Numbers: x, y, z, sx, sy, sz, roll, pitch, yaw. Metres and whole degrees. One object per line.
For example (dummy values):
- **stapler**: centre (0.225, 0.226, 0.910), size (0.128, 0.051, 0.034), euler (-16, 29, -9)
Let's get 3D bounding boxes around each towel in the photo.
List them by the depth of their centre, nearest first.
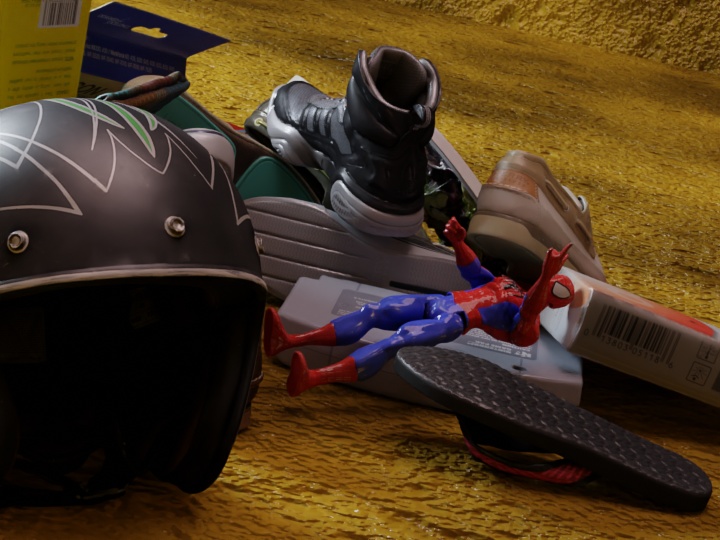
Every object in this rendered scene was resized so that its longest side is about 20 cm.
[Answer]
- **towel**: centre (-0.212, -0.066, 1.172), size (0.022, 0.200, 0.147), euler (56, 17, -3)

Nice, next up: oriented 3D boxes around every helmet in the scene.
- **helmet**: centre (-0.141, 0.010, 0.875), size (0.199, 0.191, 0.200), euler (10, 14, -3)

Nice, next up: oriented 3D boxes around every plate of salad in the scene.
- **plate of salad**: centre (0.055, -0.059, 1.399), size (0.048, 0.200, 0.200), euler (-37, 28, -7)

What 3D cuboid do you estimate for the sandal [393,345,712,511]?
- **sandal**: centre (0.106, 0.101, 1.041), size (0.200, 0.045, 0.075), euler (25, 20, -5)

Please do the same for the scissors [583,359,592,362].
- **scissors**: centre (0.115, 0.049, 1.274), size (0.200, 0.014, 0.073), euler (3, 19, -35)

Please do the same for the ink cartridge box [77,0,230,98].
- **ink cartridge box**: centre (-0.233, -0.157, 1.484), size (0.199, 0.047, 0.198), euler (-14, -7, 23)

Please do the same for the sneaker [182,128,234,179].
- **sneaker**: centre (-0.140, -0.068, 1.220), size (0.073, 0.071, 0.200), euler (6, -18, -25)

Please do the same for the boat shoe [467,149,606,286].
- **boat shoe**: centre (0.137, -0.027, 1.287), size (0.075, 0.069, 0.200), euler (13, -10, 23)

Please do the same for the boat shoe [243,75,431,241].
- **boat shoe**: centre (-0.011, -0.058, 1.387), size (0.202, 0.060, 0.072), euler (51, -8, 15)

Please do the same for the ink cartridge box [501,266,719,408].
- **ink cartridge box**: centre (0.195, 0.036, 1.230), size (0.162, 0.050, 0.200), euler (21, 12, -12)

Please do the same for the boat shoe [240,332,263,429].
- **boat shoe**: centre (-0.138, 0.028, 1.053), size (0.200, 0.071, 0.070), euler (18, 20, 28)

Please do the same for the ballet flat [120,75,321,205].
- **ballet flat**: centre (-0.098, -0.075, 1.327), size (0.200, 0.067, 0.062), euler (45, -5, -22)

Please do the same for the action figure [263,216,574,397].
- **action figure**: centre (0.048, 0.011, 1.086), size (0.199, 0.099, 0.065), euler (-9, 43, -25)

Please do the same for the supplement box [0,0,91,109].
- **supplement box**: centre (-0.278, -0.141, 1.311), size (0.109, 0.201, 0.109), euler (18, 16, 23)

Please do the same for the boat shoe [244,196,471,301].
- **boat shoe**: centre (0.000, 0.000, 1.281), size (0.199, 0.072, 0.071), euler (19, 5, 10)

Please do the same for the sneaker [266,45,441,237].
- **sneaker**: centre (0.000, -0.114, 1.279), size (0.075, 0.114, 0.200), euler (3, 29, -30)

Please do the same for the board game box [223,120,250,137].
- **board game box**: centre (-0.147, -0.080, 1.470), size (0.196, 0.056, 0.200), euler (23, 19, 38)

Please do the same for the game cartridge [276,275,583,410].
- **game cartridge**: centre (0.045, 0.052, 1.173), size (0.199, 0.041, 0.133), euler (13, 11, 5)
